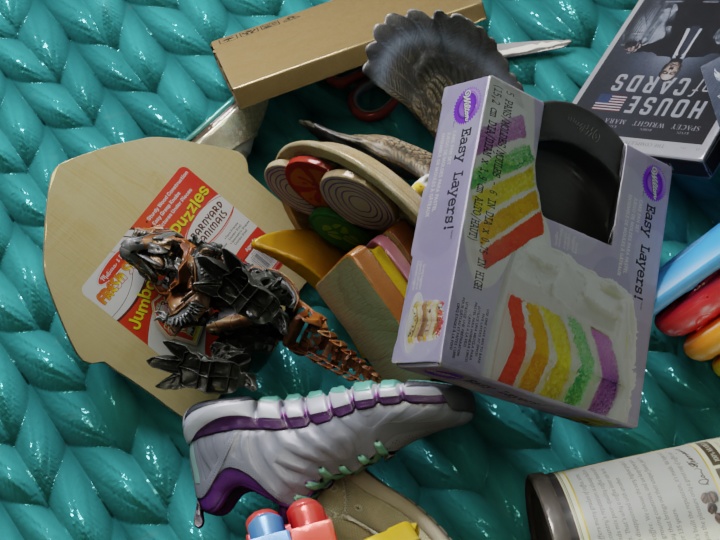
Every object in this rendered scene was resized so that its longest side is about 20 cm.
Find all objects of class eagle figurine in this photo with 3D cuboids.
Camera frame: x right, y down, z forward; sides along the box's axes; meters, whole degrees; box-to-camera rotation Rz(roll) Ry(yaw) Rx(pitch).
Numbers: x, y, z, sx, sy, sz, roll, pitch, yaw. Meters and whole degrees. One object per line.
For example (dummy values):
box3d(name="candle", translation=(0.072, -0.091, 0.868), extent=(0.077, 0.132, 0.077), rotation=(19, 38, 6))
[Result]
box3d(name="eagle figurine", translation=(0.066, -0.078, 0.985), extent=(0.152, 0.151, 0.200), rotation=(-34, 75, 1))

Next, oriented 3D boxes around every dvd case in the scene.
box3d(name="dvd case", translation=(0.252, -0.161, 1.036), extent=(0.150, 0.025, 0.200), rotation=(13, 62, 48))

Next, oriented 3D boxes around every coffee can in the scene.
box3d(name="coffee can", translation=(0.220, 0.183, 0.858), extent=(0.199, 0.146, 0.147), rotation=(-12, 65, 0))

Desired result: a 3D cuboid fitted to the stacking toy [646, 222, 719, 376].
box3d(name="stacking toy", translation=(0.296, 0.061, 0.943), extent=(0.200, 0.110, 0.116), rotation=(52, 36, 5))

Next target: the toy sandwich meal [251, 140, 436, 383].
box3d(name="toy sandwich meal", translation=(0.000, 0.000, 0.939), extent=(0.205, 0.205, 0.070), rotation=(37, 66, 19))

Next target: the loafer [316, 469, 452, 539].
box3d(name="loafer", translation=(0.000, 0.179, 0.923), extent=(0.200, 0.076, 0.068), rotation=(36, 75, 28))

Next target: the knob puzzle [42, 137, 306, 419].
box3d(name="knob puzzle", translation=(-0.151, -0.012, 1.009), extent=(0.219, 0.030, 0.220), rotation=(2, 83, -18))

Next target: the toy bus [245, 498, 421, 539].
box3d(name="toy bus", translation=(0.000, 0.215, 0.796), extent=(0.199, 0.136, 0.192), rotation=(-10, 53, -5))

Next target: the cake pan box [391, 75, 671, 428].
box3d(name="cake pan box", translation=(0.120, -0.010, 0.883), extent=(0.052, 0.184, 0.201), rotation=(-6, 67, 51))

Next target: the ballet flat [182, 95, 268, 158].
box3d(name="ballet flat", translation=(-0.135, -0.069, 1.058), extent=(0.200, 0.067, 0.062), rotation=(-41, 97, -9))

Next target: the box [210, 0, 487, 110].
box3d(name="box", translation=(-0.016, -0.188, 1.058), extent=(0.199, 0.021, 0.164), rotation=(-20, 24, -4))

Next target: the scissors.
box3d(name="scissors", translation=(0.070, -0.181, 1.106), extent=(0.199, 0.014, 0.073), rotation=(-21, 64, -3))

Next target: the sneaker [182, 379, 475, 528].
box3d(name="sneaker", translation=(-0.019, 0.124, 0.888), extent=(0.199, 0.074, 0.088), rotation=(-8, 76, 14))

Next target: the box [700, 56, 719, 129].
box3d(name="box", translation=(0.317, -0.054, 0.934), extent=(0.051, 0.200, 0.158), rotation=(-26, 61, 29))

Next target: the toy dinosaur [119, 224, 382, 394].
box3d(name="toy dinosaur", translation=(-0.079, 0.024, 0.937), extent=(0.199, 0.136, 0.103), rotation=(7, 101, 10))
